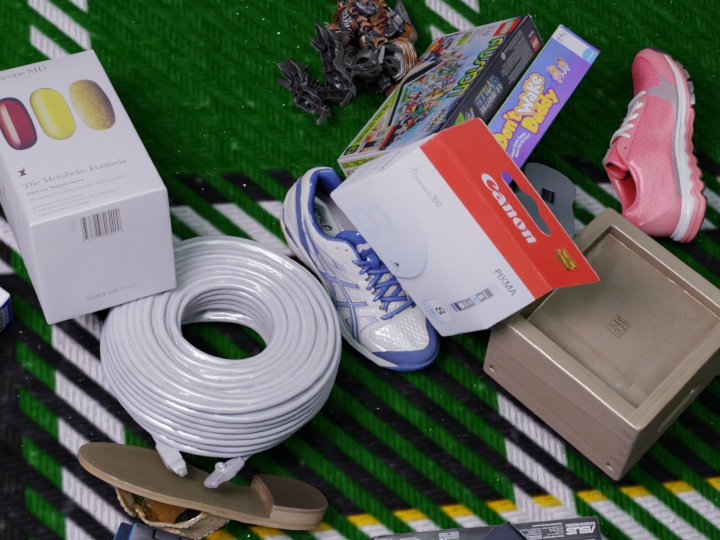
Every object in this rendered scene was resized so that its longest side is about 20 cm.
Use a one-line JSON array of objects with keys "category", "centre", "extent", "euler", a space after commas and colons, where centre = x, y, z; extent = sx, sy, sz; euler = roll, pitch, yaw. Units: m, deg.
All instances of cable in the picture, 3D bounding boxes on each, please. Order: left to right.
[{"category": "cable", "centre": [-0.115, 0.059, 1.211], "extent": [0.199, 0.069, 0.200], "euler": [-30, 62, -33]}]

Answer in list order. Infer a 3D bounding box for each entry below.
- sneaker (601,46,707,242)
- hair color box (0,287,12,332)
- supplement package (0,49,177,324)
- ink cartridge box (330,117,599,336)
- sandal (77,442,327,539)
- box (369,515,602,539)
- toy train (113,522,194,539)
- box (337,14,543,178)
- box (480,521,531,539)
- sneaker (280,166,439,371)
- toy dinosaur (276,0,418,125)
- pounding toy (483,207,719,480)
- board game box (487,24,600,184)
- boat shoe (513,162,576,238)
[{"category": "sneaker", "centre": [0.271, -0.124, 1.391], "extent": [0.086, 0.074, 0.202], "euler": [-1, 69, -11]}, {"category": "hair color box", "centre": [-0.387, 0.070, 1.180], "extent": [0.109, 0.065, 0.200], "euler": [36, 64, 5]}, {"category": "supplement package", "centre": [-0.238, -0.073, 1.203], "extent": [0.113, 0.110, 0.200], "euler": [-17, 47, -18]}, {"category": "ink cartridge box", "centre": [0.078, -0.028, 1.165], "extent": [0.047, 0.200, 0.160], "euler": [-43, 102, -24]}, {"category": "sandal", "centre": [-0.133, 0.198, 1.181], "extent": [0.210, 0.078, 0.070], "euler": [14, 107, -22]}, {"category": "box", "centre": [0.111, 0.291, 1.201], "extent": [0.198, 0.050, 0.159], "euler": [-3, 70, -13]}, {"category": "toy train", "centre": [-0.119, 0.271, 1.126], "extent": [0.199, 0.087, 0.115], "euler": [18, 93, -4]}, {"category": "box", "centre": [0.073, -0.150, 1.292], "extent": [0.035, 0.110, 0.200], "euler": [58, 46, -25]}, {"category": "box", "centre": [0.093, 0.333, 1.077], "extent": [0.199, 0.124, 0.197], "euler": [-32, 109, -6]}, {"category": "sneaker", "centre": [0.000, 0.000, 1.276], "extent": [0.075, 0.088, 0.200], "euler": [-36, 80, -24]}, {"category": "toy dinosaur", "centre": [0.010, -0.197, 1.359], "extent": [0.135, 0.102, 0.200], "euler": [-19, 61, -34]}, {"category": "pounding toy", "centre": [0.242, 0.068, 1.289], "extent": [0.184, 0.143, 0.200], "euler": [40, 64, 20]}, {"category": "board game box", "centre": [0.130, -0.109, 1.321], "extent": [0.045, 0.135, 0.200], "euler": [35, 65, 3]}, {"category": "boat shoe", "centre": [0.143, -0.032, 1.281], "extent": [0.071, 0.070, 0.200], "euler": [25, 25, 1]}]
